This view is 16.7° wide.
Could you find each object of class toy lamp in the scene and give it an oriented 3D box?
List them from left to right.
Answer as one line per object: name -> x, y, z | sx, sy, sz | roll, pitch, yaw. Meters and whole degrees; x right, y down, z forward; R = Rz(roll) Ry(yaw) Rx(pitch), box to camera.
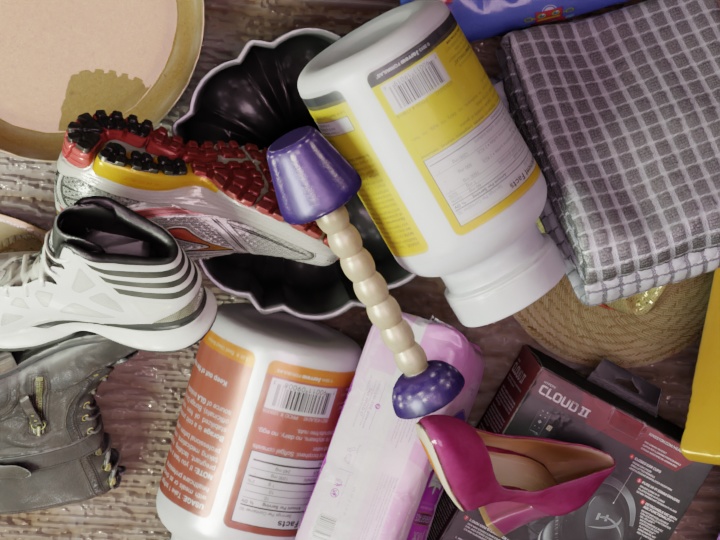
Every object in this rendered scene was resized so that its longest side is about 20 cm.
toy lamp -> 0.000, 0.000, 1.579 | 0.058, 0.058, 0.200 | -27, 109, 0

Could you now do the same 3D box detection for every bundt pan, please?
bundt pan -> -0.035, -0.071, 1.687 | 0.202, 0.076, 0.202 | -1, 102, -6

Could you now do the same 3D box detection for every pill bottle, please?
pill bottle -> -0.077, 0.132, 1.709 | 0.112, 0.112, 0.200 | 15, 100, -9
pill bottle -> 0.052, -0.068, 1.602 | 0.112, 0.112, 0.200 | -30, 104, 1

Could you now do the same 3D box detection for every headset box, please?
headset box -> 0.146, 0.160, 1.758 | 0.149, 0.077, 0.200 | 28, 97, -11

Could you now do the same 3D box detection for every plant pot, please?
plant pot -> -0.206, -0.174, 1.672 | 0.200, 0.027, 0.200 | -1, 102, -5

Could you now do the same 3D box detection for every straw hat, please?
straw hat -> 0.191, -0.018, 1.719 | 0.201, 0.085, 0.201 | -1, 102, -7

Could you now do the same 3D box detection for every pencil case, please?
pencil case -> 0.117, -0.208, 1.675 | 0.200, 0.078, 0.087 | -14, 77, -3

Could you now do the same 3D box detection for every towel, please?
towel -> 0.191, -0.091, 1.654 | 0.166, 0.086, 0.200 | -18, 66, -6

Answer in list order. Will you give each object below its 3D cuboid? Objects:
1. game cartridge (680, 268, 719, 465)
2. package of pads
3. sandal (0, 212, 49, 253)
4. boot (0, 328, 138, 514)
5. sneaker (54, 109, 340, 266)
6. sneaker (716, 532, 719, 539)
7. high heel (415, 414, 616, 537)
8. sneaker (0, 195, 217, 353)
game cartridge -> 0.322, 0.044, 1.678 | 0.176, 0.032, 0.200 | 8, 77, 23
package of pads -> 0.020, 0.130, 1.690 | 0.076, 0.121, 0.200 | 19, 86, 15
sandal -> -0.226, 0.009, 1.686 | 0.212, 0.070, 0.078 | 12, 100, -9
boot -> -0.192, 0.088, 1.688 | 0.200, 0.069, 0.174 | -15, 134, 1
sneaker -> -0.106, -0.041, 1.619 | 0.200, 0.078, 0.082 | 17, 123, -12
sneaker -> 0.288, 0.167, 1.748 | 0.080, 0.200, 0.088 | -27, 70, -37
high heel -> 0.104, 0.122, 1.623 | 0.096, 0.067, 0.200 | -30, 147, 7
sneaker -> -0.198, -0.009, 1.575 | 0.200, 0.076, 0.115 | 2, 142, 16
